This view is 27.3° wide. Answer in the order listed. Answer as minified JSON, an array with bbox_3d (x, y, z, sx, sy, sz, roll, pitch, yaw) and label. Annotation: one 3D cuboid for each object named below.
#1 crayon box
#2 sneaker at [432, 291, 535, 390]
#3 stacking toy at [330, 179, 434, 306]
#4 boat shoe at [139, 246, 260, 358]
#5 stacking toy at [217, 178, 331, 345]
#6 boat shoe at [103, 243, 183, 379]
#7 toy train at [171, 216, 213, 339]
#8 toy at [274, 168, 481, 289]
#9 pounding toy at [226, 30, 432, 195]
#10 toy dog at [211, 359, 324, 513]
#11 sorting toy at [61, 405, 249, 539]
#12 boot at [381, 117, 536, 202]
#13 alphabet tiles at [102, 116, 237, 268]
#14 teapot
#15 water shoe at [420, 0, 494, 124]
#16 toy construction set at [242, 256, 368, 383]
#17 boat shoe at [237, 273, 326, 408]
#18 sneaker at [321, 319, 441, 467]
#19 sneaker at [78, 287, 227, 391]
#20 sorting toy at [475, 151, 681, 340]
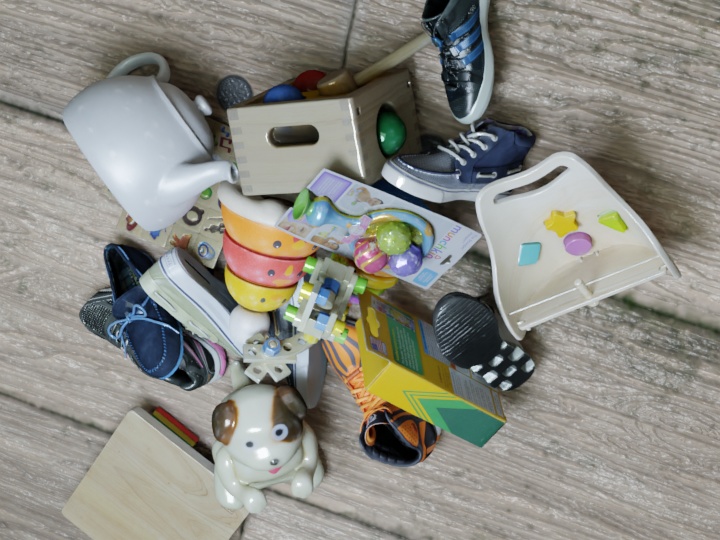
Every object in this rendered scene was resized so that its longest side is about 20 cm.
[{"bbox_3d":[0.067,0.110,1.705,0.200,0.126,0.052,29,117,-24],"label":"crayon box"},{"bbox_3d":[0.124,0.064,1.688,0.074,0.200,0.089,-35,53,7],"label":"sneaker"},{"bbox_3d":[0.000,0.000,1.748,0.116,0.110,0.200,24,125,-15],"label":"stacking toy"},{"bbox_3d":[-0.189,0.048,1.801,0.062,0.072,0.200,-30,126,15],"label":"boat shoe"},{"bbox_3d":[-0.110,-0.003,1.731,0.146,0.146,0.201,18,112,11],"label":"stacking toy"},{"bbox_3d":[-0.278,0.050,1.809,0.084,0.069,0.200,-44,49,13],"label":"boat shoe"},{"bbox_3d":[-0.207,-0.008,1.838,0.034,0.046,0.201,-9,105,20],"label":"toy train"},{"bbox_3d":[0.017,-0.030,1.612,0.200,0.047,0.115,24,137,-20],"label":"toy"},{"bbox_3d":[-0.016,-0.181,1.658,0.199,0.184,0.143,-2,108,27],"label":"pounding toy"},{"bbox_3d":[-0.113,0.193,1.788,0.139,0.200,0.195,-5,78,-5],"label":"toy dog"},{"bbox_3d":[-0.256,0.298,1.945,0.200,0.070,0.199,37,115,2],"label":"sorting toy"},{"bbox_3d":[0.109,-0.127,1.628,0.073,0.200,0.091,40,114,33],"label":"boot"},{"bbox_3d":[-0.205,-0.103,1.796,0.200,0.006,0.167,23,93,9],"label":"alphabet tiles"},{"bbox_3d":[-0.238,-0.155,1.713,0.146,0.197,0.200,-37,95,-1],"label":"teapot"},{"bbox_3d":[0.098,-0.260,1.625,0.071,0.079,0.201,12,104,56],"label":"water shoe"},{"bbox_3d":[-0.055,0.056,1.667,0.092,0.131,0.200,29,143,-13],"label":"toy construction set"},{"bbox_3d":[-0.097,0.069,1.821,0.091,0.071,0.201,0,101,19],"label":"boat shoe"},{"bbox_3d":[0.017,0.150,1.783,0.200,0.112,0.078,48,115,0],"label":"sneaker"},{"bbox_3d":[-0.268,0.088,1.868,0.200,0.086,0.081,22,112,10],"label":"sneaker"},{"bbox_3d":[0.219,-0.045,1.621,0.200,0.107,0.180,-23,126,23],"label":"sorting toy"}]
